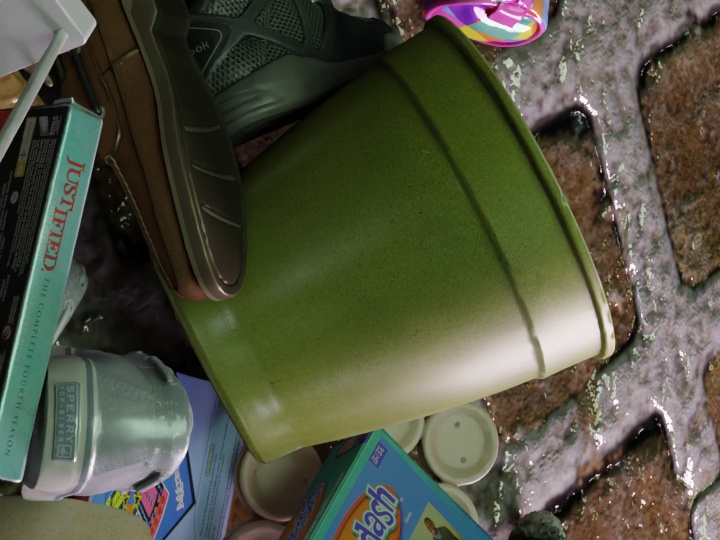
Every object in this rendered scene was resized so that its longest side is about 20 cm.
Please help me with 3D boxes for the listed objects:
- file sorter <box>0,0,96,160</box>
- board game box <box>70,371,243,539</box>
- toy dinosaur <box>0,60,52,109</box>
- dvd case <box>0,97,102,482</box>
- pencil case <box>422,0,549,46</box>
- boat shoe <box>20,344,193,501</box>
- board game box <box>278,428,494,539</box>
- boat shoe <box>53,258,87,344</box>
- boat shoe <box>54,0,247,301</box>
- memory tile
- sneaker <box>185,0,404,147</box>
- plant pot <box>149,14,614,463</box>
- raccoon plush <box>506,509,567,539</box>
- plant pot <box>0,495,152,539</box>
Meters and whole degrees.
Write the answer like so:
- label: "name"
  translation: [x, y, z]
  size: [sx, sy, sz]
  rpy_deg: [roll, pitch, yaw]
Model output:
- label: "file sorter"
  translation: [-0.233, -0.080, 0.640]
  size: [0.139, 0.199, 0.125]
  rpy_deg: [54, 36, -32]
- label: "board game box"
  translation: [-0.117, 0.154, 0.918]
  size: [0.103, 0.019, 0.202]
  rpy_deg: [21, 75, -47]
- label: "toy dinosaur"
  translation: [-0.172, -0.082, 0.778]
  size: [0.200, 0.105, 0.061]
  rpy_deg: [97, 4, -74]
- label: "dvd case"
  translation: [-0.188, 0.006, 0.710]
  size: [0.022, 0.199, 0.147]
  rpy_deg: [21, 75, -44]
- label: "pencil case"
  translation: [0.093, -0.247, 1.086]
  size: [0.088, 0.088, 0.202]
  rpy_deg: [16, 80, -45]
- label: "boat shoe"
  translation: [-0.108, 0.069, 0.736]
  size: [0.071, 0.201, 0.071]
  rpy_deg: [6, 85, -12]
- label: "board game box"
  translation: [0.037, 0.202, 0.911]
  size: [0.200, 0.045, 0.152]
  rpy_deg: [46, 41, -10]
- label: "boat shoe"
  translation: [-0.189, 0.066, 0.805]
  size: [0.065, 0.074, 0.203]
  rpy_deg: [44, 52, -38]
- label: "boat shoe"
  translation: [-0.109, -0.075, 0.821]
  size: [0.072, 0.067, 0.202]
  rpy_deg: [24, 49, -72]
- label: "memory tile"
  translation: [-0.007, 0.156, 0.968]
  size: [0.152, 0.017, 0.202]
  rpy_deg: [18, 78, -18]
- label: "sneaker"
  translation: [-0.045, -0.140, 0.944]
  size: [0.199, 0.076, 0.115]
  rpy_deg: [-27, 91, -57]
- label: "plant pot"
  translation: [0.000, 0.000, 0.893]
  size: [0.192, 0.200, 0.201]
  rpy_deg: [-27, 115, -4]
- label: "raccoon plush"
  translation: [0.056, 0.196, 1.083]
  size: [0.134, 0.097, 0.200]
  rpy_deg: [45, 23, -15]
- label: "plant pot"
  translation: [-0.154, 0.213, 0.788]
  size: [0.187, 0.186, 0.202]
  rpy_deg: [25, 59, -44]
